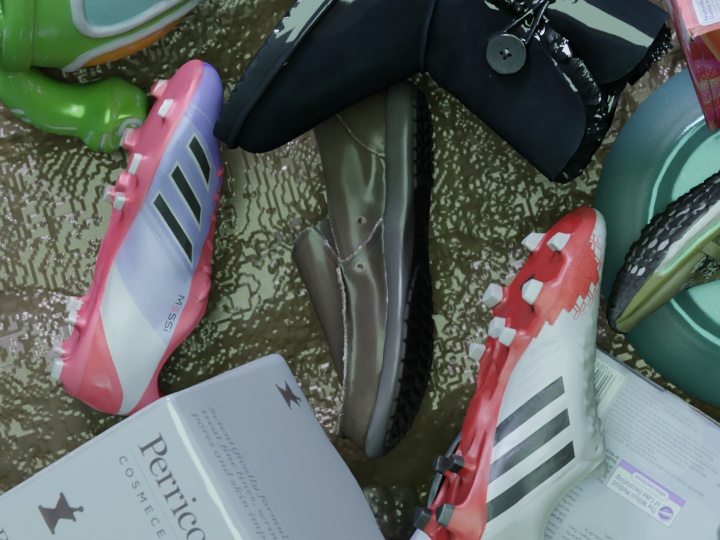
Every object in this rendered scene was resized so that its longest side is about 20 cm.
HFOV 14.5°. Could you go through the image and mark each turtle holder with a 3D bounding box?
[{"bbox_3d":[-0.145,-0.161,1.491,0.131,0.141,0.187,-1,84,-11],"label":"turtle holder"}]

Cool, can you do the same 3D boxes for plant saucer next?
[{"bbox_3d":[0.223,-0.022,1.507,0.199,0.036,0.201,0,89,5],"label":"plant saucer"}]

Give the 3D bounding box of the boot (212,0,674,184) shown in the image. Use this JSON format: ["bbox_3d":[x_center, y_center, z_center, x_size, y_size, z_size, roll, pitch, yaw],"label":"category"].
[{"bbox_3d":[0.042,-0.096,1.434,0.168,0.076,0.200,40,107,-1],"label":"boot"}]

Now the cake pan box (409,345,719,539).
[{"bbox_3d":[0.129,0.150,1.502,0.199,0.052,0.185,32,89,5],"label":"cake pan box"}]

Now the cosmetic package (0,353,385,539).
[{"bbox_3d":[-0.105,0.167,1.441,0.199,0.165,0.165,-32,85,19],"label":"cosmetic package"}]

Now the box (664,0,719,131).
[{"bbox_3d":[0.193,-0.186,1.447,0.099,0.096,0.201,-17,59,4],"label":"box"}]

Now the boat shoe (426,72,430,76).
[{"bbox_3d":[0.020,-0.174,1.509,0.200,0.071,0.091,39,95,7],"label":"boat shoe"}]

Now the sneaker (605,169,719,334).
[{"bbox_3d":[0.218,-0.018,1.456,0.200,0.077,0.089,-36,97,2],"label":"sneaker"}]

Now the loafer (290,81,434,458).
[{"bbox_3d":[0.000,0.000,1.513,0.071,0.073,0.201,1,82,14],"label":"loafer"}]

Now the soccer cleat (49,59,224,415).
[{"bbox_3d":[-0.104,-0.015,1.510,0.076,0.067,0.201,18,105,-15],"label":"soccer cleat"}]

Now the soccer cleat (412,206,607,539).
[{"bbox_3d":[0.096,0.067,1.456,0.085,0.069,0.201,24,79,-18],"label":"soccer cleat"}]
